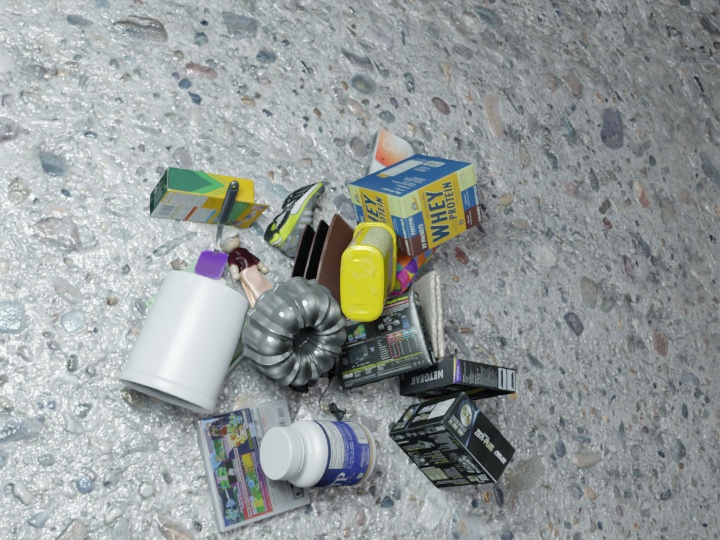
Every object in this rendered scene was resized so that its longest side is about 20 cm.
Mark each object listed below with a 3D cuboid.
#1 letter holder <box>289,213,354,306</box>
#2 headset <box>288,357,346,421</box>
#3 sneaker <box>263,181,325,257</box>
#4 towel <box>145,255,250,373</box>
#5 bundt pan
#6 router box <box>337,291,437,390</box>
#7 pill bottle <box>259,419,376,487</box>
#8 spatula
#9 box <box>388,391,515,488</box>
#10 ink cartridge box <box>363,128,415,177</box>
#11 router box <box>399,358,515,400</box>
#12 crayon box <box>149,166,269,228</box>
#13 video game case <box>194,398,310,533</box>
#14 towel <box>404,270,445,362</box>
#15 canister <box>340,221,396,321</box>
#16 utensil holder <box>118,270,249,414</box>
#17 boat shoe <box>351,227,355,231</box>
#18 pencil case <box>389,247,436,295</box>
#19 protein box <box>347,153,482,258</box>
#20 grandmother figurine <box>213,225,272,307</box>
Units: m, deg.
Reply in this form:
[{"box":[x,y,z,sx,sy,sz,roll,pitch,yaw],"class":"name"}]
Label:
[{"box":[-0.086,0.000,1.449,0.142,0.100,0.201,47,52,-59],"class":"letter holder"},{"box":[-0.086,0.196,1.417,0.123,0.094,0.201,-28,112,-12],"class":"headset"},{"box":[-0.127,-0.108,1.547,0.081,0.074,0.200,52,52,-28],"class":"sneaker"},{"box":[-0.287,0.090,1.396,0.200,0.023,0.153,48,55,-6],"class":"towel"},{"box":[-0.106,0.117,1.307,0.201,0.076,0.203,-13,115,-30],"class":"bundt pan"},{"box":[0.038,0.142,1.475,0.062,0.199,0.151,22,53,-72],"class":"router box"},{"box":[-0.078,0.333,1.344,0.199,0.119,0.121,13,65,-43],"class":"pill bottle"},{"box":[-0.261,-0.074,1.372,0.056,0.021,0.201,10,107,-29],"class":"spatula"},{"box":[0.179,0.343,1.473,0.164,0.200,0.086,48,56,-6],"class":"box"},{"box":[0.107,-0.221,1.734,0.199,0.050,0.163,21,63,-20],"class":"ink cartridge box"},{"box":[0.198,0.232,1.527,0.156,0.200,0.053,13,69,-28],"class":"router box"},{"box":[-0.290,-0.137,1.414,0.199,0.126,0.052,7,68,-30],"class":"crayon box"},{"box":[-0.196,0.353,1.352,0.181,0.023,0.201,-8,77,-33],"class":"video game case"},{"box":[0.136,0.111,1.577,0.034,0.132,0.201,9,68,-24],"class":"towel"},{"box":[0.016,-0.001,1.384,0.086,0.200,0.150,3,105,8],"class":"canister"},{"box":[-0.298,0.123,1.267,0.169,0.170,0.201,25,70,-21],"class":"utensil holder"},{"box":[0.000,0.000,1.572,0.074,0.076,0.201,-5,76,-37],"class":"boat shoe"},{"box":[0.108,-0.033,1.647,0.088,0.088,0.200,46,53,-8],"class":"pencil case"},{"box":[0.116,-0.146,1.583,0.199,0.198,0.136,-27,117,-27],"class":"protein box"},{"box":[-0.224,-0.001,1.441,0.201,0.060,0.121,58,11,5],"class":"grandmother figurine"}]
